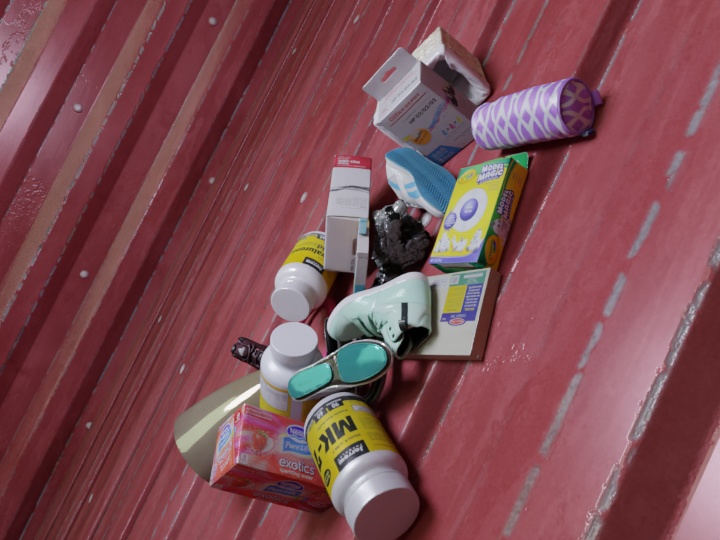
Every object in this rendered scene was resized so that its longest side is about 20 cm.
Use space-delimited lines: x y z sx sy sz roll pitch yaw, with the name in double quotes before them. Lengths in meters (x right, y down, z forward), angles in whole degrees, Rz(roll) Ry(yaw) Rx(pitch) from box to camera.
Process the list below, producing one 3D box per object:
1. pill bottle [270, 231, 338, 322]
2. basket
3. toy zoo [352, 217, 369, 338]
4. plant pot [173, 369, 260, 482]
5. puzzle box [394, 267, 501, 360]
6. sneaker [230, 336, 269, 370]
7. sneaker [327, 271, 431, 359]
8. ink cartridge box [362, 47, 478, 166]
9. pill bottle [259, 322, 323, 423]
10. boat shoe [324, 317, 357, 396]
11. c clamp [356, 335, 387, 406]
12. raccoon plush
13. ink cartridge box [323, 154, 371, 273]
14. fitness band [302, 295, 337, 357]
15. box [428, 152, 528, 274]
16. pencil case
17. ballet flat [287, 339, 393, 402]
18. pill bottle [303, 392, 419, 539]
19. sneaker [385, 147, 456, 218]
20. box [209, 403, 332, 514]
"pill bottle" -0.110 0.013 1.164 0.111 0.111 0.200 -41 15 35
"basket" 0.134 -0.347 1.100 0.200 0.135 0.124 -40 33 36
"toy zoo" 0.000 0.000 0.999 0.131 0.020 0.202 -87 2 -62
"plant pot" -0.240 0.299 1.148 0.200 0.187 0.188 -44 31 9
"puzzle box" 0.122 0.071 0.867 0.199 0.025 0.134 -11 57 57
"sneaker" -0.230 0.203 1.256 0.200 0.115 0.076 16 79 62
"sneaker" 0.024 0.092 0.887 0.200 0.074 0.119 -30 41 28
"ink cartridge box" 0.111 -0.289 1.015 0.115 0.199 0.068 -37 37 40
"pill bottle" -0.122 0.192 1.004 0.112 0.111 0.201 -101 16 -50
"boat shoe" -0.042 0.164 0.981 0.067 0.057 0.201 -53 24 36
"c clamp" 0.011 0.156 0.977 0.171 0.027 0.201 -51 25 41
"raccoon plush" 0.036 -0.037 1.022 0.201 0.097 0.134 -53 21 -5
"ink cartridge box" -0.025 -0.115 1.141 0.201 0.082 0.148 -86 2 -46
"fitness band" -0.092 0.133 1.167 0.144 0.037 0.200 -52 30 19
"box" 0.187 -0.094 0.881 0.117 0.048 0.201 -2 63 59
"pencil case" 0.256 -0.233 0.850 0.085 0.084 0.199 -34 20 -24
"ballet flat" -0.024 0.158 0.884 0.199 0.069 0.070 -25 43 26
"pill bottle" -0.001 0.275 0.802 0.115 0.114 0.200 -58 31 9
"sneaker" 0.115 -0.148 1.028 0.076 0.081 0.200 -22 45 -15
"box" -0.123 0.301 0.896 0.095 0.199 0.103 -44 32 34
